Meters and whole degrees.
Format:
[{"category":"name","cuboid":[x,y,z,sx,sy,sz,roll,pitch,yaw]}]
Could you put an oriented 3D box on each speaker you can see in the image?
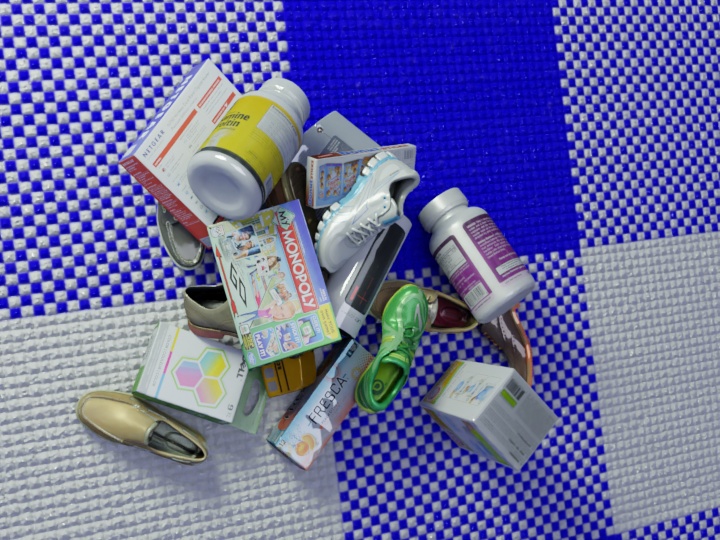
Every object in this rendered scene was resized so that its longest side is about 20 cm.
[{"category":"speaker","cuboid":[0.000,0.000,1.274,0.081,0.081,0.202,31,78,-15]}]

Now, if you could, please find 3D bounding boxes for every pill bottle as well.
[{"category":"pill bottle","cuboid":[-0.145,-0.173,1.158,0.112,0.112,0.201,39,51,-14]},{"category":"pill bottle","cuboid":[0.178,-0.027,1.337,0.111,0.113,0.201,-28,75,-18]}]

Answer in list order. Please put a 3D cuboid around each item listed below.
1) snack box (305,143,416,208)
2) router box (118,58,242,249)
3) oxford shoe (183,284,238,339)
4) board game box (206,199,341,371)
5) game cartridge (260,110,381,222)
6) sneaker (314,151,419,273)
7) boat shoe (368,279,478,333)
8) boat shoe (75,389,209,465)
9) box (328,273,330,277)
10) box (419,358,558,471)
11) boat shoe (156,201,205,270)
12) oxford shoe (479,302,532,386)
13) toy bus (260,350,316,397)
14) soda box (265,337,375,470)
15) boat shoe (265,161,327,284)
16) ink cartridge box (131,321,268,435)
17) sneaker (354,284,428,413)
[{"category":"snack box","cuboid":[0.004,-0.141,1.245,0.198,0.024,0.073,-14,117,-40]},{"category":"router box","cuboid":[-0.217,-0.166,1.205,0.180,0.048,0.201,47,55,-27]},{"category":"oxford shoe","cuboid":[-0.155,0.055,1.176,0.197,0.075,0.071,-2,46,8]},{"category":"board game box","cuboid":[-0.118,0.019,1.147,0.133,0.029,0.203,-17,82,-7]},{"category":"game cartridge","cuboid":[-0.061,-0.136,1.286,0.133,0.041,0.201,38,80,-6]},{"category":"sneaker","cuboid":[0.012,-0.077,1.204,0.201,0.086,0.075,-55,138,-6]},{"category":"boat shoe","cuboid":[0.102,0.058,1.334,0.197,0.066,0.075,8,90,-28]},{"category":"boat shoe","cuboid":[-0.305,0.222,1.194,0.198,0.076,0.073,22,81,-17]},{"category":"box","cuboid":[-0.017,-0.055,1.330,0.141,0.036,0.203,18,81,-18]},{"category":"box","cuboid":[0.193,0.217,1.303,0.113,0.200,0.101,47,75,-13]},{"category":"boat shoe","cuboid":[-0.262,-0.103,1.233,0.071,0.060,0.205,-7,90,-19]},{"category":"oxford shoe","cuboid":[0.236,0.106,1.402,0.072,0.071,0.203,-14,85,-3]},{"category":"toy bus","cuboid":[-0.120,0.079,1.257,0.077,0.065,0.203,-16,88,18]},{"category":"soda box","cuboid":[-0.056,0.201,1.289,0.068,0.063,0.201,41,75,-13]},{"category":"boat shoe","cuboid":[-0.097,-0.052,1.227,0.072,0.067,0.203,-17,96,-61]},{"category":"ink cartridge box","cuboid":[-0.220,0.160,1.228,0.198,0.059,0.105,23,70,-17]},{"category":"sneaker","cuboid":[0.058,0.121,1.253,0.073,0.083,0.203,23,84,-17]}]
